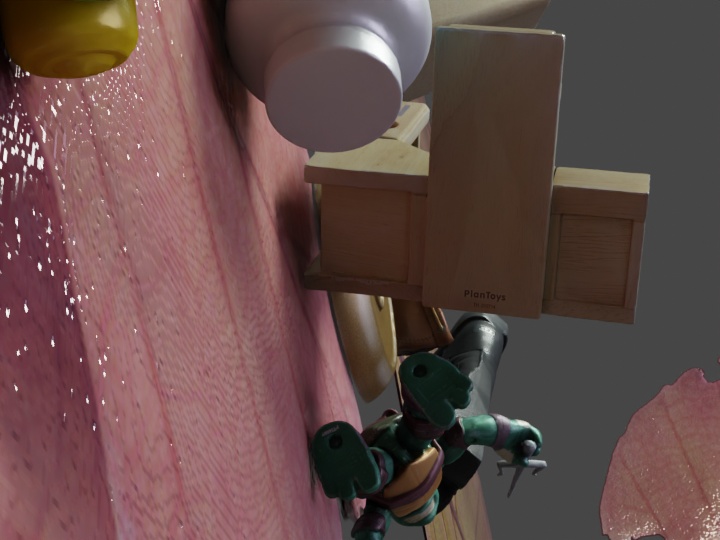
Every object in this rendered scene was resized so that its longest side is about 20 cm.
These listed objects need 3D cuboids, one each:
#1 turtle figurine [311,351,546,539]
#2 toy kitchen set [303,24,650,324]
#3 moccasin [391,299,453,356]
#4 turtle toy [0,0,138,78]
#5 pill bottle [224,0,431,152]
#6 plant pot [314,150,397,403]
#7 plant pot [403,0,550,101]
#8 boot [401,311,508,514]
[{"bbox_3d":[0.034,0.130,0.762,0.150,0.100,0.200,-55,153,-18],"label":"turtle figurine"},{"bbox_3d":[0.082,-0.083,0.784,0.181,0.198,0.164,-56,151,-66],"label":"toy kitchen set"},{"bbox_3d":[0.037,-0.030,1.079,0.074,0.077,0.203,58,19,-75],"label":"moccasin"},{"bbox_3d":[-0.060,-0.131,0.329,0.200,0.100,0.147,29,51,-81],"label":"turtle toy"},{"bbox_3d":[-0.020,-0.159,0.682,0.111,0.110,0.201,71,11,-49],"label":"pill bottle"},{"bbox_3d":[0.000,0.000,0.957,0.200,0.027,0.202,-11,90,-84],"label":"plant pot"},{"bbox_3d":[0.067,-0.276,1.147,0.200,0.176,0.201,106,-27,-81],"label":"plant pot"},{"bbox_3d":[0.066,0.144,1.057,0.200,0.065,0.166,-71,-178,-58],"label":"boot"}]
